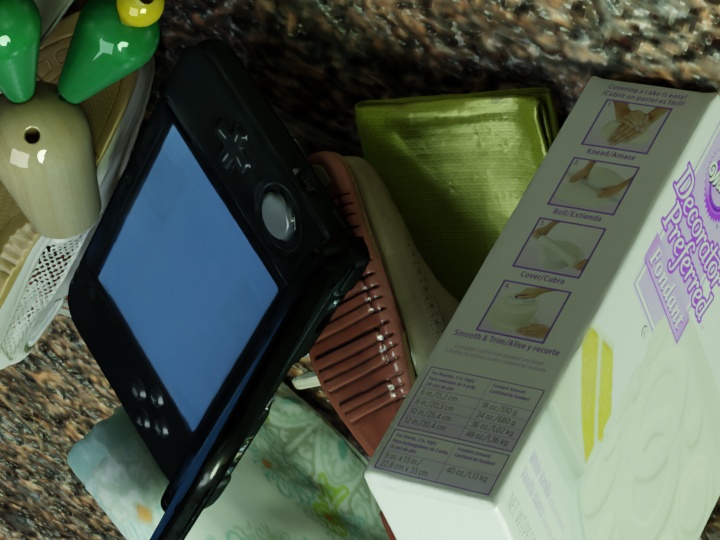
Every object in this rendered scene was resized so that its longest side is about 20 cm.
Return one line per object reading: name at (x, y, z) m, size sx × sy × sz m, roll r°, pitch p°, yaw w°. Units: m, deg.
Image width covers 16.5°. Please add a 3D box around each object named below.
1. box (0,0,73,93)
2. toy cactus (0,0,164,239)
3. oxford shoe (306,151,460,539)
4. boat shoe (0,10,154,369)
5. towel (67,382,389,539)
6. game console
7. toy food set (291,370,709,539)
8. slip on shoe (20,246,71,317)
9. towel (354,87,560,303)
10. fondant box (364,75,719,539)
box at (-0.220, -0.112, 1.127) m, size 0.082 × 0.069 × 0.200 m, roll 44°, pitch 149°, yaw -23°
toy cactus at (-0.148, -0.086, 1.011) m, size 0.102 × 0.199 × 0.166 m, roll 54°, pitch 165°, yaw 45°
oxford shoe at (0.031, 0.042, 1.002) m, size 0.070 × 0.074 × 0.201 m, roll -17°, pitch 93°, yaw 63°
boat shoe at (-0.141, -0.035, 1.130) m, size 0.071 × 0.069 × 0.200 m, roll 48°, pitch 120°, yaw 24°
towel at (-0.038, 0.123, 1.177) m, size 0.171 × 0.200 × 0.048 m, roll 46°, pitch 110°, yaw 8°
game console at (-0.087, 0.039, 0.995) m, size 0.176 × 0.116 × 0.200 m, roll 57°, pitch 143°, yaw 19°
toy food set at (0.071, 0.116, 1.124) m, size 0.143 × 0.060 × 0.201 m, roll -15°, pitch 111°, yaw 35°
slip on shoe at (-0.148, -0.016, 1.212) m, size 0.199 × 0.074 × 0.062 m, roll 18°, pitch 124°, yaw 28°
towel at (0.055, 0.022, 1.019) m, size 0.086 × 0.018 × 0.201 m, roll -4°, pitch 115°, yaw 21°
fondant box at (0.089, 0.049, 0.931) m, size 0.058 × 0.200 × 0.145 m, roll 9°, pitch 143°, yaw 32°
